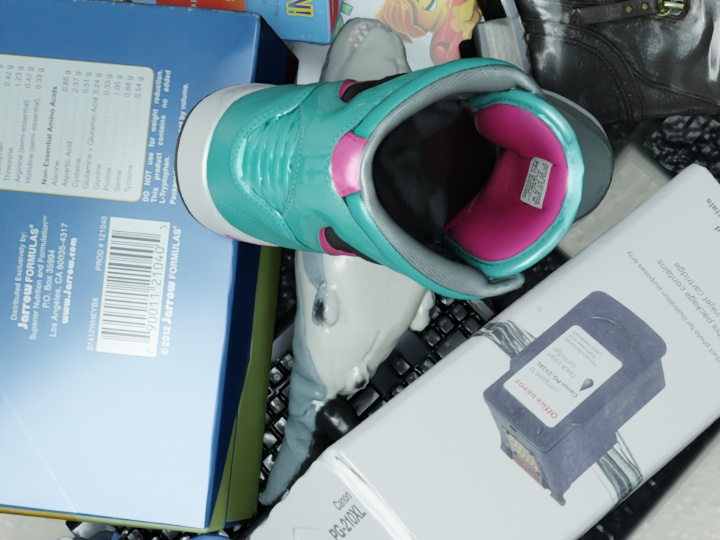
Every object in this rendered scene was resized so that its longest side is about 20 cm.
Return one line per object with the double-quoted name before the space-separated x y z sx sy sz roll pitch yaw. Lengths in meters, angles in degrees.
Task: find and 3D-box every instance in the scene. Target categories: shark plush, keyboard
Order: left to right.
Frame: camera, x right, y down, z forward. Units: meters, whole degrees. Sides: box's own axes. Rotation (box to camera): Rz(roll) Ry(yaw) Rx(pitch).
"keyboard" -0.044 0.048 1.181 0.200 0.021 0.127 -43 88 -7
"shark plush" 0.000 0.000 1.144 0.091 0.083 0.200 -5 106 -27

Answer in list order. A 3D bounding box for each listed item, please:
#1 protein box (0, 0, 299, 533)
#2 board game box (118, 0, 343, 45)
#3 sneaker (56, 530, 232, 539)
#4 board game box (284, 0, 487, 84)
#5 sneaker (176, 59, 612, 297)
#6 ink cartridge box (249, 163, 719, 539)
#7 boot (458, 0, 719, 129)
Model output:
"protein box" -0.139 -0.005 1.107 0.200 0.135 0.199 5 87 6
"board game box" -0.105 -0.191 1.102 0.196 0.200 0.056 6 43 8
"sneaker" -0.114 0.135 1.029 0.077 0.200 0.085 39 119 28
"board game box" 0.053 -0.137 1.196 0.126 0.035 0.200 25 84 0
"sneaker" 0.047 -0.037 1.019 0.200 0.121 0.084 -3 99 -40
"ink cartridge box" 0.064 0.066 1.085 0.200 0.145 0.084 -37 82 -26
"boot" 0.123 -0.140 1.153 0.174 0.069 0.200 -9 97 -5
